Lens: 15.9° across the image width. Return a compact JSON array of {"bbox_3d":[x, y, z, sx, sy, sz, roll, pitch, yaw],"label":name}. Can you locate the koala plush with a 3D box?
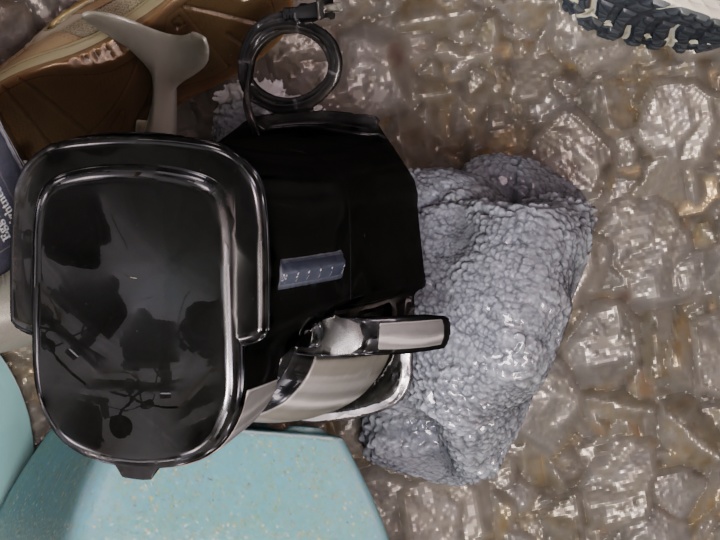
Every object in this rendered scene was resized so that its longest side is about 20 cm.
[{"bbox_3d":[0.000,0.000,1.272,0.199,0.184,0.178,22,88,-1],"label":"koala plush"}]

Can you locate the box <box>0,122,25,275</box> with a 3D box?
[{"bbox_3d":[-0.273,-0.014,1.117,0.200,0.196,0.118,-35,110,-26],"label":"box"}]

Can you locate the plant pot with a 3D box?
[{"bbox_3d":[-0.086,0.170,1.236,0.196,0.196,0.201,6,87,-21],"label":"plant pot"}]

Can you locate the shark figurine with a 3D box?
[{"bbox_3d":[-0.122,-0.016,1.241,0.215,0.090,0.128,-50,136,5],"label":"shark figurine"}]

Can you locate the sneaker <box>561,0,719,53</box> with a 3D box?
[{"bbox_3d":[0.192,-0.160,1.356,0.199,0.078,0.087,7,80,-20],"label":"sneaker"}]

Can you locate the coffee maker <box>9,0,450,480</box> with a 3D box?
[{"bbox_3d":[-0.065,-0.017,1.123,0.134,0.200,0.193,-23,84,19],"label":"coffee maker"}]

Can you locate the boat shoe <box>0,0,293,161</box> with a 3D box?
[{"bbox_3d":[-0.126,-0.104,1.281,0.200,0.065,0.072,-31,122,9],"label":"boat shoe"}]

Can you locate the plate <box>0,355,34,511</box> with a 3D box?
[{"bbox_3d":[-0.246,0.108,1.252,0.200,0.026,0.201,-7,104,-31],"label":"plate"}]
